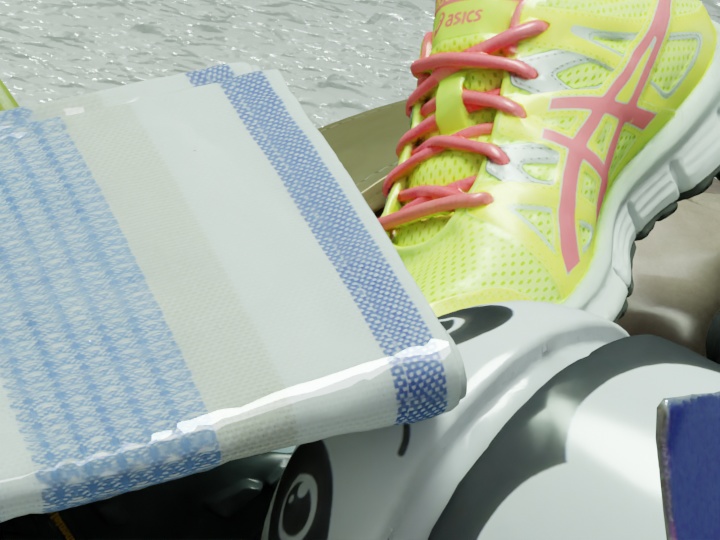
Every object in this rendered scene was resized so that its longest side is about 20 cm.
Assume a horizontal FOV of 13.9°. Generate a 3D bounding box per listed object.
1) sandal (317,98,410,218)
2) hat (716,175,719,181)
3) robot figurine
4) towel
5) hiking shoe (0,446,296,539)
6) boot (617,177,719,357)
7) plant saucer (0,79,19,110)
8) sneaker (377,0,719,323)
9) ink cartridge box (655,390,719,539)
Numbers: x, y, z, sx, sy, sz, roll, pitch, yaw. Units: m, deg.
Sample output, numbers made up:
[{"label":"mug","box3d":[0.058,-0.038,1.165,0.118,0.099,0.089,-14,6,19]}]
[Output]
[{"label":"sandal","box3d":[-0.004,0.000,0.858,0.077,0.070,0.211,0,16,41]},{"label":"hat","box3d":[0.176,0.061,0.849,0.165,0.177,0.200,7,-3,-1]},{"label":"robot figurine","box3d":[0.070,0.085,0.626,0.200,0.125,0.150,28,24,30]},{"label":"towel","box3d":[-0.089,0.014,0.627,0.199,0.024,0.147,-15,34,-13]},{"label":"hiking shoe","box3d":[-0.080,0.051,0.721,0.199,0.075,0.087,17,8,-19]},{"label":"boot","box3d":[0.087,0.020,0.922,0.199,0.070,0.146,-11,41,-29]},{"label":"plant saucer","box3d":[-0.137,-0.037,0.795,0.200,0.031,0.200,46,18,-20]},{"label":"sneaker","box3d":[0.036,-0.033,0.800,0.078,0.091,0.200,-14,24,37]},{"label":"ink cartridge box","box3d":[0.141,0.108,0.522,0.043,0.197,0.200,-9,-2,44]}]
